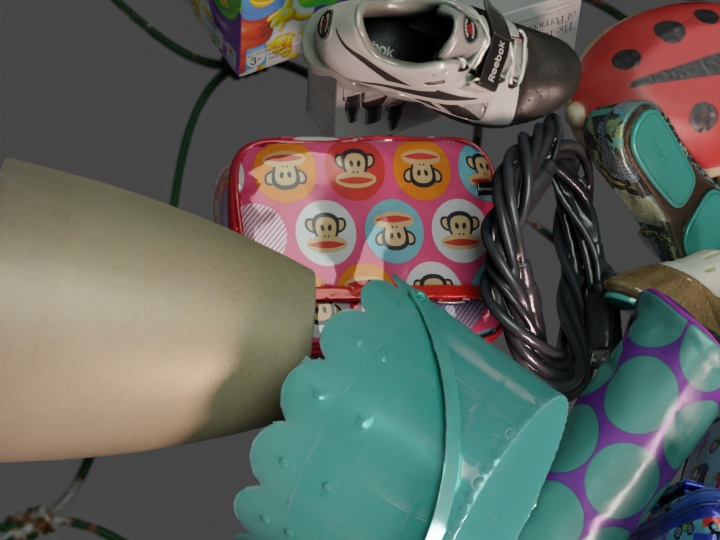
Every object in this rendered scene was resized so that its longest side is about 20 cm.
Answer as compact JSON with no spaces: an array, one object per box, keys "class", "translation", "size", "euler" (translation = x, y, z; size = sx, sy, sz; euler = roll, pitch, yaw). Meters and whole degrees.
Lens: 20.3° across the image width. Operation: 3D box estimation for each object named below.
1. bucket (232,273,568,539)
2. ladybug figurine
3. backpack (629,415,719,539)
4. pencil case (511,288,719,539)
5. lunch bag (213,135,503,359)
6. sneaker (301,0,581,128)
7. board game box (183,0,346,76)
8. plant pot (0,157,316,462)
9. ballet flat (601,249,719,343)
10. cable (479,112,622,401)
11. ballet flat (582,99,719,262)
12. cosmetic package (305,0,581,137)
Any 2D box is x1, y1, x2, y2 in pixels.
[{"class":"bucket","translation":[0.028,0.123,1.240],"size":[0.134,0.208,0.208],"euler":[28,65,18]},{"class":"ladybug figurine","translation":[0.244,-0.137,1.491],"size":[0.199,0.072,0.137],"euler":[-19,80,-21]},{"class":"backpack","translation":[0.258,0.180,1.336],"size":[0.133,0.183,0.202],"euler":[12,75,-10]},{"class":"pencil case","translation":[0.168,0.116,1.336],"size":[0.085,0.092,0.201],"euler":[33,93,-26]},{"class":"lunch bag","translation":[0.000,0.000,1.375],"size":[0.198,0.082,0.178],"euler":[-1,78,-17]},{"class":"sneaker","translation":[0.068,-0.142,1.339],"size":[0.198,0.088,0.075],"euler":[5,82,-21]},{"class":"board game box","translation":[-0.060,-0.249,1.351],"size":[0.102,0.201,0.105],"euler":[-22,55,-22]},{"class":"plant pot","translation":[-0.131,0.035,1.246],"size":[0.198,0.187,0.189],"euler":[6,72,-5]},{"class":"ballet flat","translation":[0.257,0.030,1.423],"size":[0.199,0.068,0.073],"euler":[30,83,-23]},{"class":"cable","translation":[0.125,-0.012,1.384],"size":[0.163,0.050,0.202],"euler":[16,69,-55]},{"class":"ballet flat","translation":[0.220,-0.048,1.450],"size":[0.074,0.074,0.201],"euler":[-50,125,-23]},{"class":"cosmetic package","translation":[0.060,-0.154,1.430],"size":[0.199,0.083,0.051],"euler":[-20,51,-21]}]
